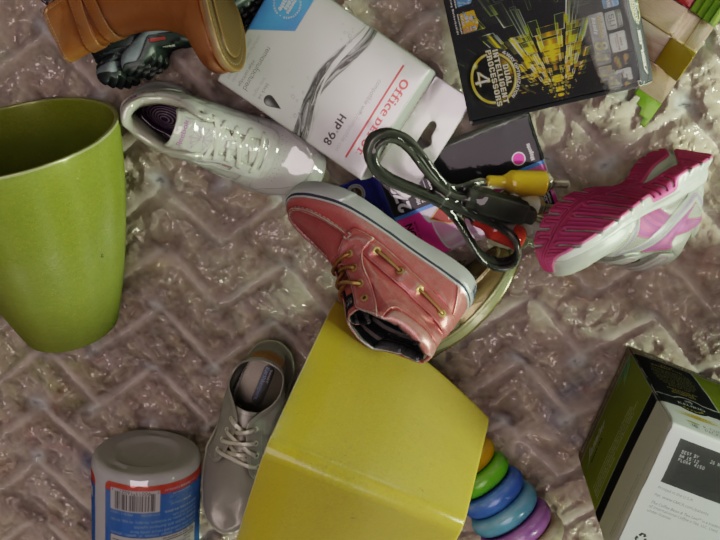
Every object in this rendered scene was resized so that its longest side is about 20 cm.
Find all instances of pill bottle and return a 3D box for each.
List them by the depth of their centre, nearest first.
[{"bbox_3d":[-0.222,0.278,1.029,0.111,0.112,0.203,6,106,3],"label":"pill bottle"}]

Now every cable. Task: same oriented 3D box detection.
[{"bbox_3d":[0.087,-0.064,0.890,0.198,0.050,0.098,18,113,-12],"label":"cable"}]

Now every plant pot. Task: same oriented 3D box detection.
[{"bbox_3d":[0.006,0.187,0.903,0.175,0.201,0.201,22,128,3],"label":"plant pot"},{"bbox_3d":[-0.294,-0.033,0.931,0.184,0.188,0.202,-5,120,6],"label":"plant pot"}]

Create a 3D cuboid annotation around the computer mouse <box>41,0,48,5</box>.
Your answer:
[{"bbox_3d":[-0.247,-0.345,0.893,0.199,0.046,0.141,-34,107,22],"label":"computer mouse"}]

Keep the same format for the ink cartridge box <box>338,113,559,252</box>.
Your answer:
[{"bbox_3d":[0.082,-0.070,0.946,0.198,0.037,0.096,-20,102,12],"label":"ink cartridge box"}]

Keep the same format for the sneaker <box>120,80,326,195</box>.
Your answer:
[{"bbox_3d":[-0.130,-0.114,0.919,0.198,0.100,0.076,18,104,-2],"label":"sneaker"}]

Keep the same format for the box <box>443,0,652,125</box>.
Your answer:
[{"bbox_3d":[0.150,-0.239,0.847,0.160,0.049,0.203,-8,99,31],"label":"box"}]

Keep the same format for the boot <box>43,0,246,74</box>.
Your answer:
[{"bbox_3d":[-0.189,-0.217,0.842,0.154,0.074,0.202,-29,67,11],"label":"boot"}]

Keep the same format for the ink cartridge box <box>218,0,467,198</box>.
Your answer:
[{"bbox_3d":[-0.011,-0.163,0.893,0.199,0.067,0.116,34,101,4],"label":"ink cartridge box"}]

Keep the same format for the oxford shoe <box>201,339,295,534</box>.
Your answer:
[{"bbox_3d":[-0.117,0.167,0.995,0.074,0.058,0.202,18,93,7],"label":"oxford shoe"}]

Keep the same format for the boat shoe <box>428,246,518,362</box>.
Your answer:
[{"bbox_3d":[0.065,0.040,0.960,0.063,0.073,0.200,44,112,-12],"label":"boat shoe"}]

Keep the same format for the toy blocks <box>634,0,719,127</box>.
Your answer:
[{"bbox_3d":[0.249,-0.249,0.858,0.136,0.100,0.201,35,115,8],"label":"toy blocks"}]

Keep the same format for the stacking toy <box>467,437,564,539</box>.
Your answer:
[{"bbox_3d":[0.119,0.200,0.997,0.085,0.085,0.201,-32,96,13],"label":"stacking toy"}]

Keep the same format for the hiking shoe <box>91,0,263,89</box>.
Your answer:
[{"bbox_3d":[-0.164,-0.243,0.900,0.198,0.074,0.088,-25,90,4],"label":"hiking shoe"}]

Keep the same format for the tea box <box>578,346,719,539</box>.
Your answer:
[{"bbox_3d":[0.326,0.190,0.910,0.198,0.197,0.135,21,106,0],"label":"tea box"}]

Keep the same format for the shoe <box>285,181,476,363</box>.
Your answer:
[{"bbox_3d":[0.000,0.000,0.890,0.199,0.091,0.072,31,148,11],"label":"shoe"}]

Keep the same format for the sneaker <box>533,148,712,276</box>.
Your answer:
[{"bbox_3d":[0.241,-0.034,0.886,0.198,0.081,0.089,-26,114,-22],"label":"sneaker"}]
